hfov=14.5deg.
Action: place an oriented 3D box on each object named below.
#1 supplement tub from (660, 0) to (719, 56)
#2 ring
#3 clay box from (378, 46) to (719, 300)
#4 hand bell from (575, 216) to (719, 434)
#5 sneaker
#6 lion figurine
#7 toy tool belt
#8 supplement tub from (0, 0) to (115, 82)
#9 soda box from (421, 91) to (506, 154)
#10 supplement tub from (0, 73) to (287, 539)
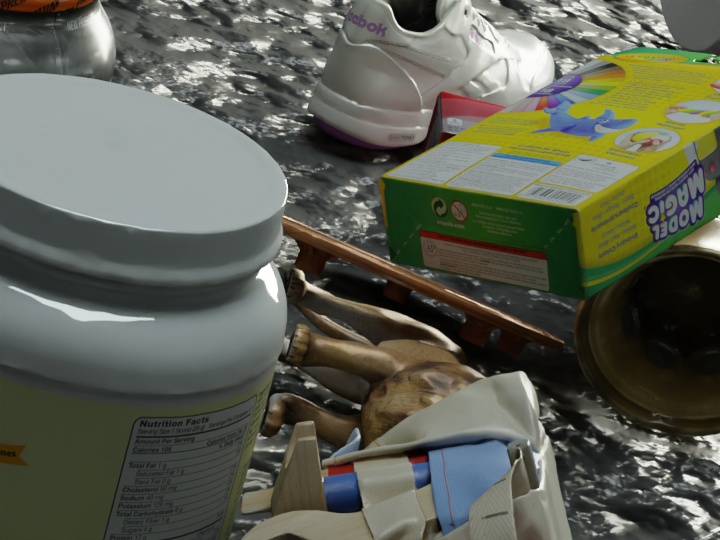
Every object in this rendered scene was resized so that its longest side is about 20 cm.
[{"bbox_3d":[0.312,-0.193,1.860,0.199,0.146,0.146,6,25,-23],"label":"supplement tub"},{"bbox_3d":[0.000,0.000,1.305,0.199,0.019,0.200,24,2,-1],"label":"ring"},{"bbox_3d":[0.116,-0.050,1.292,0.114,0.048,0.200,11,28,40],"label":"clay box"},{"bbox_3d":[0.167,-0.022,1.374,0.103,0.105,0.200,16,36,1],"label":"hand bell"},{"bbox_3d":[0.054,-0.125,1.602,0.075,0.100,0.199,27,24,29],"label":"sneaker"},{"bbox_3d":[0.020,0.052,1.223,0.122,0.073,0.200,16,21,-8],"label":"lion figurine"},{"bbox_3d":[0.012,0.110,0.981,0.122,0.126,0.200,-14,9,6],"label":"toy tool belt"},{"bbox_3d":[-0.170,-0.051,1.161,0.122,0.201,0.123,14,23,-6],"label":"supplement tub"},{"bbox_3d":[0.128,-0.031,1.477,0.199,0.070,0.063,14,22,-6],"label":"soda box"},{"bbox_3d":[-0.107,0.048,0.984,0.144,0.201,0.145,13,23,-6],"label":"supplement tub"}]
